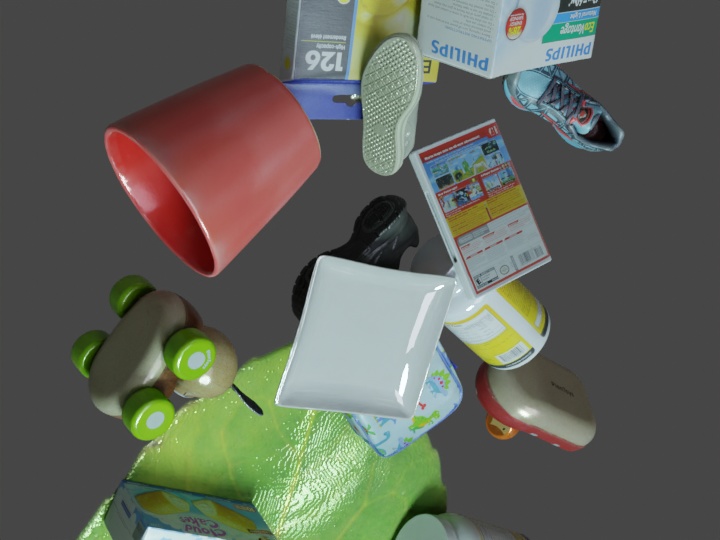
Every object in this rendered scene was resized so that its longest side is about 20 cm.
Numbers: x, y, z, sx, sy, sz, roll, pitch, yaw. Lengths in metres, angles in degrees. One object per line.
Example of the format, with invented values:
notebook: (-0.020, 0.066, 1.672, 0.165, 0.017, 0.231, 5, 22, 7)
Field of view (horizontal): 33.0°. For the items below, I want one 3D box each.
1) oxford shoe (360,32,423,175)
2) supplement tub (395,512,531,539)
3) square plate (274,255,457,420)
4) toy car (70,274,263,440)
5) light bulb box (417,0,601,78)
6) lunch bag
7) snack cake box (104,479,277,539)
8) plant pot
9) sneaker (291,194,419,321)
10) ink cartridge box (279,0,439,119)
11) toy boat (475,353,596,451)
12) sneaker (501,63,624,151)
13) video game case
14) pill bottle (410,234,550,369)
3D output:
oxford shoe: (0.041, -0.203, 1.446, 0.058, 0.075, 0.200, -48, 156, -38)
supplement tub: (0.157, 0.435, 1.766, 0.200, 0.145, 0.146, 23, 99, -34)
square plate: (0.005, 0.084, 1.507, 0.200, 0.028, 0.199, 10, 105, -28)
toy car: (-0.207, 0.121, 1.436, 0.200, 0.164, 0.158, 32, 94, -47)
light bulb box: (0.182, -0.345, 1.417, 0.198, 0.125, 0.200, -19, 125, -40)
lunch bag: (0.039, 0.136, 1.610, 0.161, 0.082, 0.200, -36, 123, -8)
snack cake box: (-0.210, 0.337, 1.542, 0.200, 0.115, 0.067, 19, 101, -33)
plant pot: (-0.154, -0.122, 1.342, 0.177, 0.200, 0.201, -39, 125, -21)
sneaker: (0.000, 0.000, 1.540, 0.200, 0.076, 0.091, -42, 131, -3)
ink cartridge box: (0.005, -0.272, 1.440, 0.197, 0.047, 0.200, -4, 111, -27)
toy boat: (0.232, 0.197, 1.734, 0.200, 0.131, 0.131, 28, 127, -38)
sneaker: (0.271, -0.218, 1.575, 0.200, 0.096, 0.079, 27, 96, -34)
video game case: (0.155, -0.079, 1.549, 0.143, 0.017, 0.200, -25, 94, -32)
pill bottle: (0.157, 0.039, 1.615, 0.112, 0.112, 0.200, -49, 125, -2)
